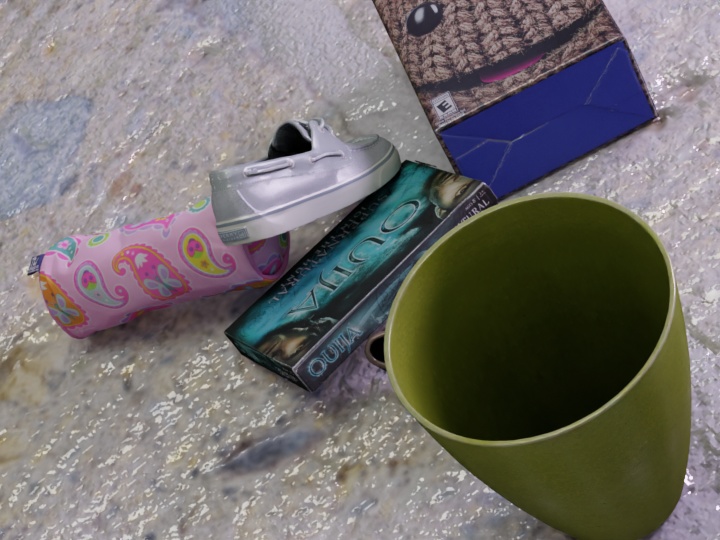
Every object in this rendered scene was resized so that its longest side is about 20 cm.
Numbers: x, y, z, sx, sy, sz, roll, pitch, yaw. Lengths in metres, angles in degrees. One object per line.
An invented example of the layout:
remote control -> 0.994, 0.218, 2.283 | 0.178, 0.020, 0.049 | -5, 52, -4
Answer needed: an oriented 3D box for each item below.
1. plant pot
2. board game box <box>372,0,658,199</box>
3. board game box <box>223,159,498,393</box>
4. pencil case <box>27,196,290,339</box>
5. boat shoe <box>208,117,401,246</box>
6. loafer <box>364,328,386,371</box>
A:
plant pot -> 0.136, 0.084, 1.367 | 0.186, 0.200, 0.188 | -14, 49, 17
board game box -> 0.114, -0.174, 1.665 | 0.159, 0.097, 0.200 | -27, 46, 4
board game box -> 0.000, 0.000, 1.596 | 0.200, 0.028, 0.135 | -44, 24, -12
pencil case -> -0.155, -0.008, 1.664 | 0.199, 0.087, 0.088 | -15, 48, 26
boat shoe -> -0.040, -0.079, 1.608 | 0.070, 0.072, 0.201 | -7, 14, 39
loafer -> 0.097, 0.055, 1.495 | 0.199, 0.063, 0.072 | -7, 87, 29
